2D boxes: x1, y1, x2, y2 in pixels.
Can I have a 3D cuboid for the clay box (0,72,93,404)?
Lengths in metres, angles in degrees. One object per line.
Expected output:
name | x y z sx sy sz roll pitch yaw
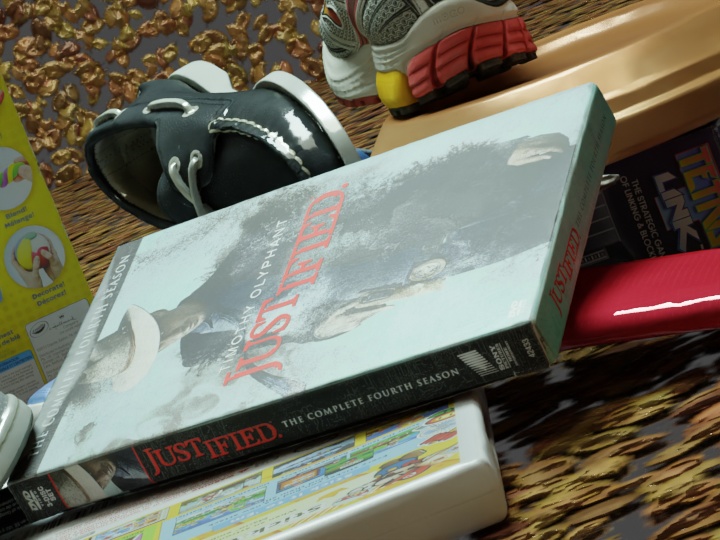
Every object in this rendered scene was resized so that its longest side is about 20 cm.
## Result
clay box | -0.197 -0.013 1.382 0.114 0.201 0.048 -23 7 -15

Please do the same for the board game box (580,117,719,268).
board game box | 0.090 -0.026 1.187 0.164 0.057 0.200 -21 7 19

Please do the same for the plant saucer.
plant saucer | 0.087 -0.070 1.152 0.199 0.038 0.200 -21 7 3

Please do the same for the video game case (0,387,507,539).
video game case | -0.052 0.085 0.932 0.199 0.023 0.182 -21 7 3

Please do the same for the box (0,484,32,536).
box | -0.103 0.076 1.101 0.199 0.035 0.110 -24 7 -10

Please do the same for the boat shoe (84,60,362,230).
boat shoe | -0.052 -0.036 1.164 0.060 0.076 0.200 -29 14 -16

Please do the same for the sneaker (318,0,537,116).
sneaker | 0.020 -0.115 1.197 0.077 0.083 0.200 -23 7 -9

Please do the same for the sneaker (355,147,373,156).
sneaker | -0.026 -0.022 1.346 0.199 0.096 0.079 -25 7 -17

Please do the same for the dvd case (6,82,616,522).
dvd case | -0.015 0.010 1.012 0.199 0.022 0.146 -19 28 26

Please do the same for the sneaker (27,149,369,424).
sneaker | -0.060 0.017 1.241 0.199 0.077 0.076 -28 11 -28

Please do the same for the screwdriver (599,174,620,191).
screwdriver | 0.000 0.000 1.075 0.199 0.028 0.029 -24 35 10

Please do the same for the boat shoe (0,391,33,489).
boat shoe | -0.187 0.094 0.970 0.202 0.065 0.074 -42 7 -30

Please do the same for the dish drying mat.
dish drying mat | 0.075 0.012 0.987 0.199 0.018 0.077 -8 11 38
